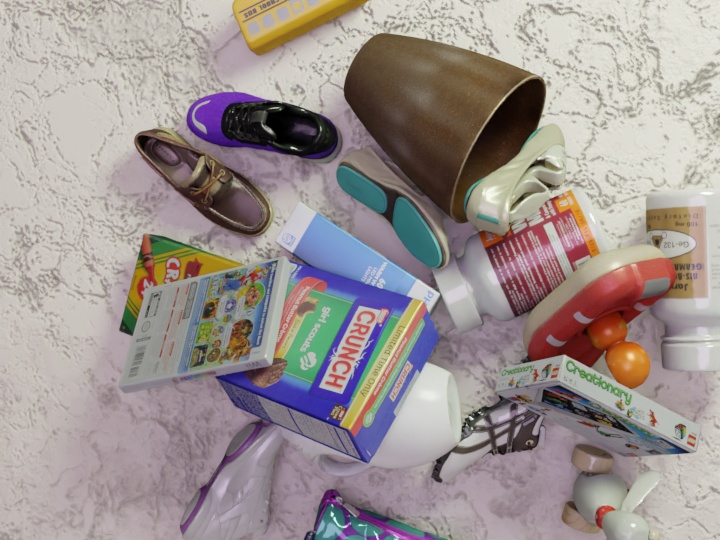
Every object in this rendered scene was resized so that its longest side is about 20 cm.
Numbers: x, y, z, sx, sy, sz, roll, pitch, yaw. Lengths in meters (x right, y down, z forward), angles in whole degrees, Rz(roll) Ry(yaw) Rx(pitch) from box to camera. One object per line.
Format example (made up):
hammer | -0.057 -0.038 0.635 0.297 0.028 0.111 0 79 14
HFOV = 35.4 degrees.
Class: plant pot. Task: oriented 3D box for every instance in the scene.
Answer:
plant pot | 0.083 -0.187 1.314 0.199 0.186 0.189 34 96 21

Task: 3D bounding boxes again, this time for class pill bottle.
pill bottle | 0.189 -0.008 1.320 0.197 0.110 0.111 -24 87 8
pill bottle | 0.385 0.010 1.289 0.112 0.114 0.204 -2 91 8

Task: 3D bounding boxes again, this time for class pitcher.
pitcher | 0.021 0.185 1.328 0.196 0.173 0.123 -8 50 15

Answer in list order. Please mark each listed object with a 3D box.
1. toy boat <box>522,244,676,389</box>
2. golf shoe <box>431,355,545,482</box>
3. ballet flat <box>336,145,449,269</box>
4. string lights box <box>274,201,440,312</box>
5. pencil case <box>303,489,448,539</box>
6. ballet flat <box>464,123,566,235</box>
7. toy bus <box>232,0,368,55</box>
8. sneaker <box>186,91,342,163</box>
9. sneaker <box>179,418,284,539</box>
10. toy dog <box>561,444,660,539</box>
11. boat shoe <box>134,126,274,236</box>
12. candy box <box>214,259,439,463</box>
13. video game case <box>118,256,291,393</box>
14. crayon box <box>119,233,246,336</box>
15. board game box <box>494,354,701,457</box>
toy boat | 0.274 0.071 1.250 0.200 0.129 0.132 -50 57 47
golf shoe | 0.170 0.195 1.344 0.095 0.078 0.200 45 98 5
ballet flat | 0.053 -0.081 1.341 0.070 0.069 0.200 -49 63 7
string lights box | 0.000 0.000 1.351 0.198 0.103 0.060 33 91 6
pencil case | 0.033 0.337 1.361 0.197 0.085 0.094 19 122 7
ballet flat | 0.195 -0.102 1.282 0.070 0.070 0.200 46 54 5
toy bus | -0.057 -0.343 1.374 0.197 0.065 0.079 -25 88 8
sneaker | -0.122 -0.182 1.368 0.196 0.099 0.071 10 90 8
sneaker | -0.137 0.266 1.404 0.099 0.075 0.201 35 96 -12
toy dog | 0.299 0.277 1.285 0.094 0.201 0.134 9 118 -8
boat shoe | -0.197 -0.111 1.395 0.199 0.072 0.073 39 96 6
candy box | -0.038 0.096 1.256 0.197 0.077 0.170 17 62 32
video game case | -0.178 0.062 1.292 0.197 0.018 0.145 -13 47 24
crayon box | -0.192 0.042 1.380 0.197 0.051 0.129 17 93 25
board game box | 0.265 0.156 1.266 0.198 0.126 0.035 28 69 -20
